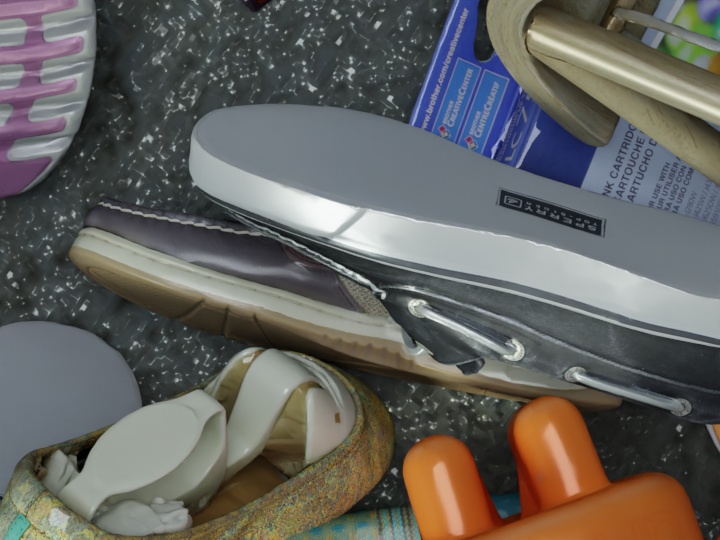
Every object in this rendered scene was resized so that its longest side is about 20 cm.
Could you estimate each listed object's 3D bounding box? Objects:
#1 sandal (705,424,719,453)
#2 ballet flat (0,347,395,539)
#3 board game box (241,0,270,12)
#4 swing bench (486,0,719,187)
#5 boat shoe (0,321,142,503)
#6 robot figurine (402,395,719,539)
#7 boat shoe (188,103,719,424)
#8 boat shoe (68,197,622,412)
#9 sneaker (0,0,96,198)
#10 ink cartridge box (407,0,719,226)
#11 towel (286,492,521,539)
[{"bbox_3d":[0.187,0.108,0.998,0.079,0.059,0.207,-36,84,27],"label":"sandal"},{"bbox_3d":[-0.048,0.061,0.964,0.071,0.200,0.071,16,118,34],"label":"ballet flat"},{"bbox_3d":[0.004,-0.201,1.060,0.200,0.032,0.120,-37,81,0],"label":"board game box"},{"bbox_3d":[0.161,-0.119,0.938,0.200,0.130,0.199,29,75,-4],"label":"swing bench"},{"bbox_3d":[-0.124,0.097,0.988,0.072,0.200,0.066,19,128,-10],"label":"boat shoe"},{"bbox_3d":[0.071,0.144,0.964,0.144,0.117,0.200,-17,85,-40],"label":"robot figurine"},{"bbox_3d":[0.035,0.001,0.964,0.200,0.072,0.068,16,118,1],"label":"boat shoe"},{"bbox_3d":[0.000,0.000,1.026,0.200,0.072,0.065,14,81,0],"label":"boat shoe"},{"bbox_3d":[-0.129,-0.127,1.040,0.080,0.088,0.200,2,108,3],"label":"sneaker"},{"bbox_3d":[0.127,-0.062,1.012,0.200,0.042,0.119,22,87,-10],"label":"ink cartridge box"},{"bbox_3d":[0.006,0.157,1.031,0.200,0.022,0.147,-6,85,0],"label":"towel"}]
